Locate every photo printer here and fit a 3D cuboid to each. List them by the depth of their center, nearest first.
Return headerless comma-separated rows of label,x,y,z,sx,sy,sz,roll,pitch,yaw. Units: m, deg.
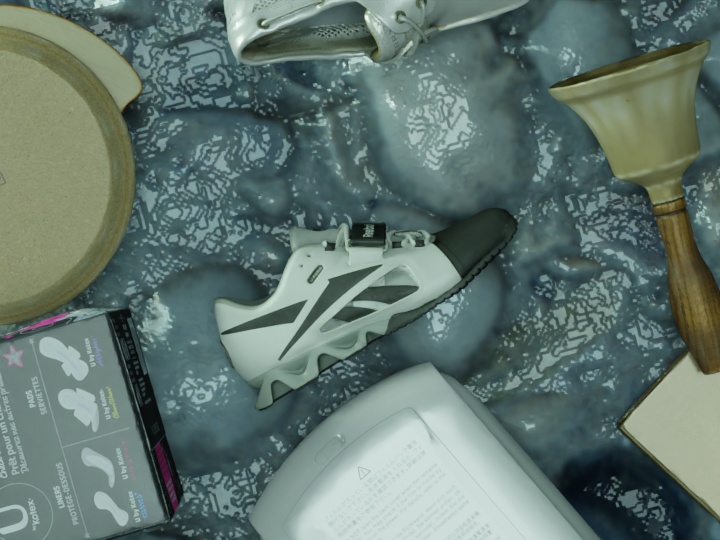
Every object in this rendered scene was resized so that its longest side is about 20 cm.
photo printer,0.042,0.169,1.682,0.166,0.069,0.200,-42,90,0

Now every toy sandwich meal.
toy sandwich meal,-0.229,-0.066,1.680,0.205,0.070,0.205,0,95,0

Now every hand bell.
hand bell,0.194,-0.033,1.674,0.104,0.104,0.200,-18,96,-1

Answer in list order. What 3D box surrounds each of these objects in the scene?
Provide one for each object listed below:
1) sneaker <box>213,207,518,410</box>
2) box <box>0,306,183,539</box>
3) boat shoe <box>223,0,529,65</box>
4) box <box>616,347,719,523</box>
sneaker,0.000,0.000,1.677,0.200,0.074,0.089,-30,93,-1
box,-0.180,0.096,1.611,0.115,0.200,0.132,-17,90,-2
boat shoe,0.016,-0.157,1.669,0.200,0.071,0.069,-9,51,6
box,0.289,0.106,1.709,0.200,0.021,0.164,43,89,-1
